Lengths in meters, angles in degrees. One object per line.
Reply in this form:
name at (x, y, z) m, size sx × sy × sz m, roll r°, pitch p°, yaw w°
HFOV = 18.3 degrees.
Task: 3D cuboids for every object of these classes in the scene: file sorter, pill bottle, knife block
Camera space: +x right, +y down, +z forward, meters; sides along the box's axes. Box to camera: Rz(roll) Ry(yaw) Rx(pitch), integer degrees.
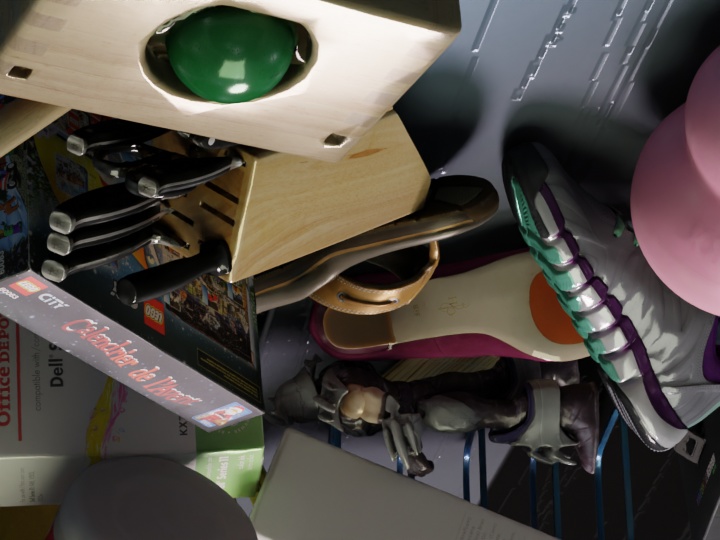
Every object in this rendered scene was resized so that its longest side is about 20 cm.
file sorter at (0.075, 0.159, 1.465) m, size 0.200 × 0.123 × 0.139 m, roll 1°, pitch 158°, yaw -2°
pill bottle at (-0.140, 0.210, 1.240) m, size 0.112 × 0.112 × 0.200 m, roll 10°, pitch 123°, yaw -27°
knife block at (-0.061, -0.033, 1.064) m, size 0.064 × 0.176 × 0.200 m, roll 31°, pitch 167°, yaw 28°

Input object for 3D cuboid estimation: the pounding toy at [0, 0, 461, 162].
pounding toy at (-0.079, -0.119, 0.866) m, size 0.184 × 0.200 × 0.142 m, roll 10°, pitch 148°, yaw -27°

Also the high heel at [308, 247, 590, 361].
high heel at (0.070, 0.020, 1.309) m, size 0.200 × 0.068 × 0.096 m, roll 0°, pitch -179°, yaw -4°

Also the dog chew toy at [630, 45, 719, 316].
dog chew toy at (0.211, -0.065, 1.114) m, size 0.124 × 0.125 × 0.200 m, roll 1°, pitch 143°, yaw -13°

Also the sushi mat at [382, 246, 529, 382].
sushi mat at (0.092, 0.042, 1.392) m, size 0.096 × 0.012 × 0.200 m, roll 9°, pitch 148°, yaw -27°

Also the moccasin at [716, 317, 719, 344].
moccasin at (0.277, 0.046, 1.317) m, size 0.080 × 0.068 × 0.200 m, roll -6°, pitch 178°, yaw -30°

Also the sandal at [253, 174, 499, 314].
sandal at (0.000, 0.000, 1.216) m, size 0.200 × 0.055 × 0.082 m, roll -25°, pitch -170°, yaw 34°

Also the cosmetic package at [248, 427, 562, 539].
cosmetic package at (0.030, 0.175, 1.321) m, size 0.200 × 0.071 × 0.101 m, roll 22°, pitch 155°, yaw 0°

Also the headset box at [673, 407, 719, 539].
headset box at (0.310, 0.116, 1.484) m, size 0.200 × 0.093 × 0.174 m, roll -5°, pitch 152°, yaw -2°

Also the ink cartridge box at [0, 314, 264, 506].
ink cartridge box at (-0.160, 0.069, 1.282) m, size 0.200 × 0.117 × 0.067 m, roll -2°, pitch 150°, yaw -9°

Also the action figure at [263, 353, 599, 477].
action figure at (0.039, 0.082, 1.334) m, size 0.200 × 0.130 × 0.069 m, roll -1°, pitch 109°, yaw -11°

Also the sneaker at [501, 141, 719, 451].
sneaker at (0.150, 0.000, 1.229) m, size 0.087 × 0.074 × 0.200 m, roll -31°, pitch 115°, yaw -1°

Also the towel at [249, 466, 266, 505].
towel at (-0.045, 0.196, 1.459) m, size 0.018 × 0.200 × 0.086 m, roll -22°, pitch 153°, yaw -11°

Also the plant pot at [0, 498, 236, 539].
plant pot at (-0.165, 0.188, 1.442) m, size 0.176 × 0.200 × 0.200 m, roll -12°, pitch 153°, yaw -11°

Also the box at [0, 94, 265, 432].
box at (-0.120, -0.017, 1.113) m, size 0.038 × 0.137 × 0.200 m, roll -19°, pitch 148°, yaw 24°
